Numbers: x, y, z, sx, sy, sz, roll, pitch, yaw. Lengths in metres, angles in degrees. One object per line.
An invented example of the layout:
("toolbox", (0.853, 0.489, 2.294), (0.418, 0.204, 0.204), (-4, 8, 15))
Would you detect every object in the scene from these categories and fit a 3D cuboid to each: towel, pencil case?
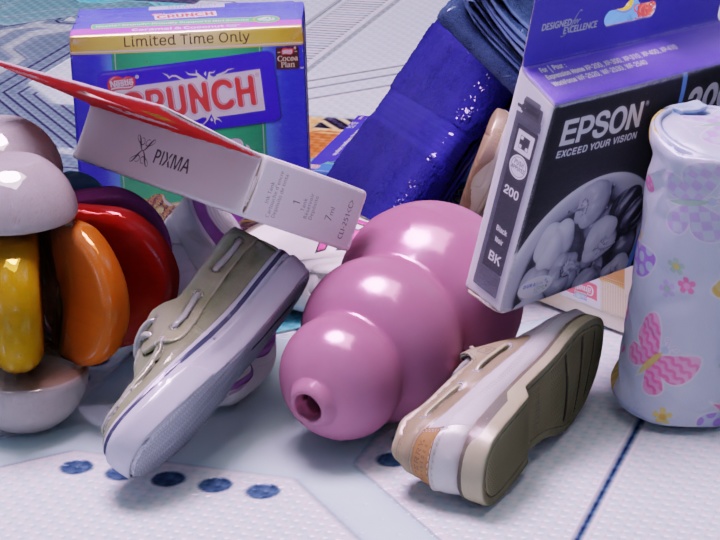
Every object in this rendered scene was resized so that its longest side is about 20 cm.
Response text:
("towel", (0.044, -0.091, 1.700), (0.049, 0.201, 0.148), (35, 2, -26))
("pencil case", (0.205, -0.002, 1.396), (0.083, 0.201, 0.090), (-20, 36, -39))
("towel", (0.148, -0.138, 1.596), (0.200, 0.049, 0.112), (42, 27, -5))

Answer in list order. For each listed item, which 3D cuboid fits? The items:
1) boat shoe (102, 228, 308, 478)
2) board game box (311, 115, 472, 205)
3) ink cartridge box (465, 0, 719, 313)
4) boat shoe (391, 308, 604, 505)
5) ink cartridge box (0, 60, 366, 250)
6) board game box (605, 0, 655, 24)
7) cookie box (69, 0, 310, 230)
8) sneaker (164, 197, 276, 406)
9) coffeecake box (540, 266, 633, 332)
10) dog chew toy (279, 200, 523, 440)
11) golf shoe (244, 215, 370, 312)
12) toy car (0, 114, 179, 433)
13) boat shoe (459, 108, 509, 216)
("boat shoe", (-0.106, 0.050, 1.397), (0.062, 0.072, 0.200), (33, 46, 9))
("board game box", (0.070, -0.078, 1.822), (0.198, 0.045, 0.152), (6, 22, 16))
("ink cartridge box", (0.161, -0.087, 1.407), (0.197, 0.201, 0.043), (-18, 40, -42))
("boat shoe", (0.088, 0.072, 1.385), (0.068, 0.075, 0.200), (15, 27, 25))
("ink cartridge box", (-0.122, -0.074, 1.441), (0.175, 0.045, 0.199), (20, -1, -41))
("board game box", (0.176, -0.158, 1.720), (0.200, 0.196, 0.056), (38, 70, 5))
("cookie box", (-0.120, -0.088, 1.646), (0.170, 0.202, 0.075), (-3, 20, -2))
("sneaker", (-0.113, 0.036, 1.530), (0.099, 0.075, 0.201), (-40, 32, 18))
("coffeecake box", (0.247, -0.017, 1.608), (0.199, 0.074, 0.153), (-20, 28, -38))
("dog chew toy", (0.020, 0.039, 1.430), (0.124, 0.125, 0.200), (11, 32, 30))
("golf shoe", (0.000, 0.000, 1.586), (0.198, 0.073, 0.092), (-1, 22, 2))
("toy car", (-0.193, -0.003, 1.467), (0.149, 0.176, 0.200), (-6, 20, -12))
("boat shoe", (0.109, -0.053, 1.636), (0.064, 0.072, 0.200), (23, -20, 7))
